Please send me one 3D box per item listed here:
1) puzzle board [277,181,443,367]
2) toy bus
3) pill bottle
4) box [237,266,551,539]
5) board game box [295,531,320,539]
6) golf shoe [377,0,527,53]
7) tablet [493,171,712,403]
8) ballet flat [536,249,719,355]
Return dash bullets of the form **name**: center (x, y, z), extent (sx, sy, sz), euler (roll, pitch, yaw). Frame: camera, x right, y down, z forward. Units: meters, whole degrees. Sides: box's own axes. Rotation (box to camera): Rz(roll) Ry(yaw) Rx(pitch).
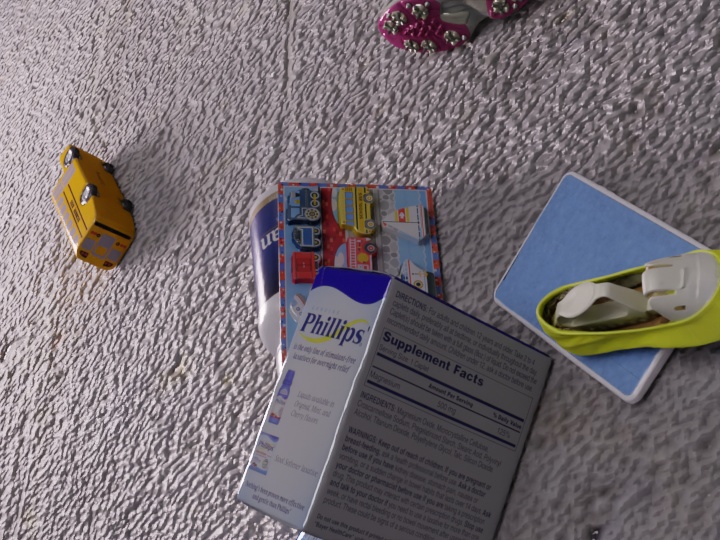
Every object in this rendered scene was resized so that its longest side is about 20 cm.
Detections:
- **puzzle board**: center (0.000, 0.000, 1.244), extent (0.017, 0.148, 0.202), euler (99, 170, -55)
- **toy bus**: center (-0.357, -0.088, 1.809), extent (0.079, 0.065, 0.200), euler (-55, 37, 15)
- **pill bottle**: center (-0.046, 0.019, 1.306), extent (0.111, 0.110, 0.202), euler (-38, 43, 31)
- **box**: center (0.029, 0.124, 1.086), extent (0.104, 0.183, 0.202), euler (9, 75, 55)
- **board game box**: center (-0.047, 0.332, 1.181), extent (0.202, 0.036, 0.151), euler (-59, 35, 6)
- **golf shoe**: center (0.100, -0.278, 1.348), extent (0.199, 0.075, 0.092), euler (-17, 41, 44)
- **tablet**: center (0.192, 0.008, 1.093), extent (0.131, 0.014, 0.200), euler (-59, 36, 7)
- **ballet flat**: center (0.210, 0.022, 0.994), extent (0.199, 0.067, 0.068), euler (-17, 56, 45)
